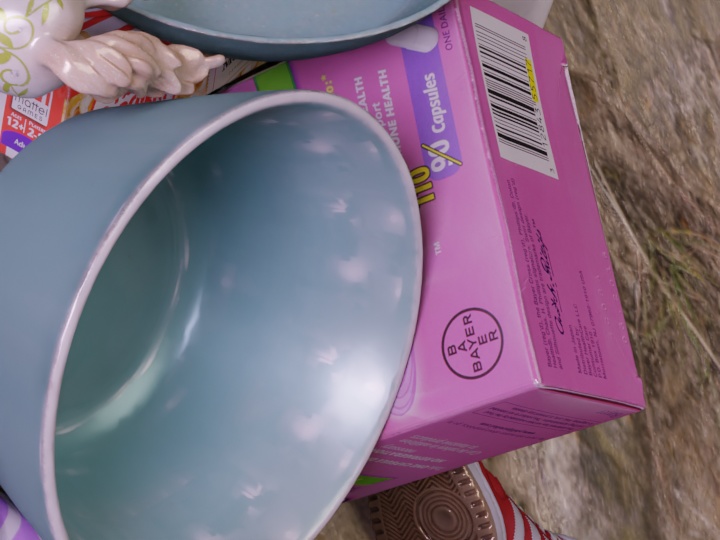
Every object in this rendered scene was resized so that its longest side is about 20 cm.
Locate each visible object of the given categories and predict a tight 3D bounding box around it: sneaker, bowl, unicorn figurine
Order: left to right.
[{"bbox_3d":[-0.158,-0.092,0.672,0.137,0.200,0.074,-47,138,-65],"label":"unicorn figurine"},{"bbox_3d":[-0.077,0.019,0.725,0.201,0.105,0.201,-29,128,-44],"label":"bowl"},{"bbox_3d":[0.078,0.138,0.993,0.112,0.071,0.200,-41,111,-48],"label":"sneaker"}]

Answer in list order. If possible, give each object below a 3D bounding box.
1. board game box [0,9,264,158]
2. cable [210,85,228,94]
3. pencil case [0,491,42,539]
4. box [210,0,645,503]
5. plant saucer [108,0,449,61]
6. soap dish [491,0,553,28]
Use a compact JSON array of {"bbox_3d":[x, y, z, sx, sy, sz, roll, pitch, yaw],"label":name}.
[{"bbox_3d":[-0.127,-0.120,0.834,0.151,0.046,0.200,27,34,17],"label":"board game box"},{"bbox_3d":[-0.051,-0.137,1.002,0.163,0.051,0.200,49,41,-21],"label":"cable"},{"bbox_3d":[-0.136,0.121,0.727,0.200,0.085,0.084,31,60,-39],"label":"pencil case"},{"bbox_3d":[0.000,0.000,0.858,0.097,0.200,0.176,15,60,-54],"label":"box"},{"bbox_3d":[-0.047,-0.146,0.804,0.200,0.036,0.200,6,46,-6],"label":"plant saucer"},{"bbox_3d":[0.021,-0.156,0.999,0.157,0.081,0.200,46,38,-18],"label":"soap dish"}]
